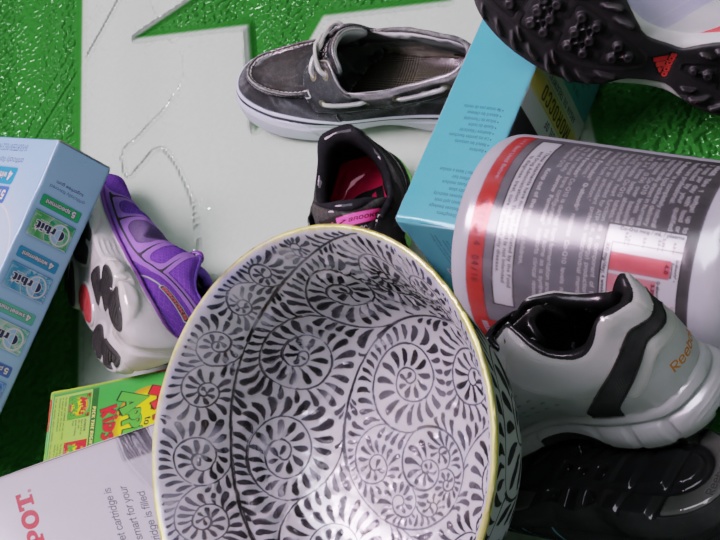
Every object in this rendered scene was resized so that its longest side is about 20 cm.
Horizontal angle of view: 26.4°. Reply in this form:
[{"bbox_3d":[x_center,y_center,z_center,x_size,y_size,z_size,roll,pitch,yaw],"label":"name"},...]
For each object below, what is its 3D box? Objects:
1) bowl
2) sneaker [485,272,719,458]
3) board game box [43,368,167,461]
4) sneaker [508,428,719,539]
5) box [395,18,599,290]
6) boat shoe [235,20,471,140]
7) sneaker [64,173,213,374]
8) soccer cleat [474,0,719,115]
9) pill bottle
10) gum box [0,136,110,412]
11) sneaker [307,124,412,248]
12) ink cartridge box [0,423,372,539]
[{"bbox_3d":[0.005,0.084,0.705,0.200,0.094,0.202,-7,79,39],"label":"bowl"},{"bbox_3d":[0.080,0.047,0.753,0.199,0.080,0.074,-19,34,41],"label":"sneaker"},{"bbox_3d":[-0.135,0.160,0.884,0.101,0.048,0.201,-12,56,20],"label":"board game box"},{"bbox_3d":[0.118,0.119,0.764,0.200,0.079,0.076,4,51,54],"label":"sneaker"},{"bbox_3d":[0.091,-0.090,0.903,0.049,0.082,0.201,10,66,32],"label":"box"},{"bbox_3d":[-0.001,-0.130,0.982,0.199,0.071,0.072,2,62,29],"label":"boat shoe"},{"bbox_3d":[-0.139,0.002,0.983,0.200,0.083,0.081,-122,42,-50],"label":"sneaker"},{"bbox_3d":[0.158,-0.142,0.865,0.199,0.068,0.073,16,43,-7],"label":"soccer cleat"},{"bbox_3d":[0.157,-0.002,0.791,0.199,0.116,0.116,12,66,33],"label":"pill bottle"},{"bbox_3d":[-0.256,0.011,0.991,0.170,0.044,0.201,9,74,53],"label":"gum box"},{"bbox_3d":[0.000,0.000,0.892,0.076,0.084,0.201,-23,53,14],"label":"sneaker"},{"bbox_3d":[-0.079,0.154,0.788,0.199,0.084,0.146,-18,57,-10],"label":"ink cartridge box"}]
